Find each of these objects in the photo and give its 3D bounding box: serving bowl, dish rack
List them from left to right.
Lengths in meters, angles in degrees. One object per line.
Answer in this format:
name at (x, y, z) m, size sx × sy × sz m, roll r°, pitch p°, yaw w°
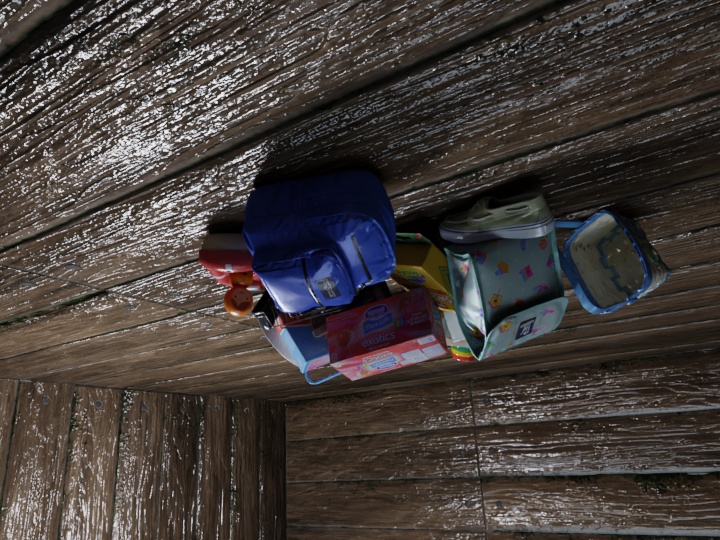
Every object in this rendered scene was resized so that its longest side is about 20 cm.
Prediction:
serving bowl at (-0.147, 0.126, 1.278) m, size 0.066 × 0.201 × 0.199 m, roll -40°, pitch 149°, yaw 13°
dish rack at (-0.103, 0.049, 1.107) m, size 0.197 × 0.154 × 0.055 m, roll -14°, pitch 114°, yaw 18°

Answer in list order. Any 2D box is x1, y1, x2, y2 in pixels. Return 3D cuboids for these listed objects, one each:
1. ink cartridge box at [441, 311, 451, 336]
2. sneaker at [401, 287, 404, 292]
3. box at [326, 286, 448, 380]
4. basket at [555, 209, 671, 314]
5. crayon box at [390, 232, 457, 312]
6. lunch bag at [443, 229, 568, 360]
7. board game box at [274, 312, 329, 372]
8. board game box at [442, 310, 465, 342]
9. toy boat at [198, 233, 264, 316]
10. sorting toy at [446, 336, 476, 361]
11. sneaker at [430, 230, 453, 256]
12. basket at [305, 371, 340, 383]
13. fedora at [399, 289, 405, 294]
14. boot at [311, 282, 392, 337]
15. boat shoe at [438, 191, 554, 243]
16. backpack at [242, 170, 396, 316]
ink cartridge box at (0.207, 0.114, 1.355) m, size 0.197 × 0.058 × 0.162 m, roll 13°, pitch -170°, yaw -33°
sneaker at (0.185, 0.044, 1.276) m, size 0.197 × 0.072 × 0.083 m, roll 8°, pitch 135°, yaw -32°
box at (0.048, 0.118, 1.003) m, size 0.197 × 0.096 × 0.103 m, roll -19°, pitch 146°, yaw 17°
basket at (0.412, -0.017, 0.946) m, size 0.197 × 0.179 × 0.140 m, roll -9°, pitch 151°, yaw -27°
crayon box at (0.113, 0.005, 0.984) m, size 0.199 × 0.051 × 0.126 m, roll 39°, pitch 161°, yaw -33°
lunch bag at (0.245, 0.036, 0.919) m, size 0.168 × 0.204 × 0.122 m, roll -19°, pitch -165°, yaw -17°
board game box at (-0.073, 0.120, 1.195) m, size 0.198 × 0.154 × 0.041 m, roll -16°, pitch 144°, yaw -34°
board game box at (0.266, 0.059, 1.134) m, size 0.198 × 0.105 × 0.104 m, roll -17°, pitch 176°, yaw -45°
toy boat at (-0.213, 0.015, 0.980) m, size 0.128 × 0.133 × 0.200 m, roll 0°, pitch 162°, yaw 0°
sorting toy at (0.213, 0.159, 1.381) m, size 0.196 × 0.071 × 0.199 m, roll 2°, pitch -162°, yaw 12°
sneaker at (0.184, -0.030, 1.043) m, size 0.088 × 0.068 × 0.201 m, roll -20°, pitch 155°, yaw 0°
basket at (-0.064, 0.181, 1.413) m, size 0.197 × 0.179 × 0.139 m, roll -17°, pitch 166°, yaw 12°
fedora at (0.085, 0.106, 1.155) m, size 0.081 × 0.202 × 0.201 m, roll 35°, pitch 157°, yaw 0°
boot at (-0.022, 0.072, 1.144) m, size 0.172 × 0.070 × 0.200 m, roll -26°, pitch -177°, yaw 7°
boat shoe at (0.208, -0.087, 0.872) m, size 0.198 × 0.063 × 0.072 m, roll -2°, pitch -154°, yaw 42°
backpack at (-0.045, -0.035, 0.783) m, size 0.196 × 0.170 × 0.163 m, roll -12°, pitch 143°, yaw 12°
